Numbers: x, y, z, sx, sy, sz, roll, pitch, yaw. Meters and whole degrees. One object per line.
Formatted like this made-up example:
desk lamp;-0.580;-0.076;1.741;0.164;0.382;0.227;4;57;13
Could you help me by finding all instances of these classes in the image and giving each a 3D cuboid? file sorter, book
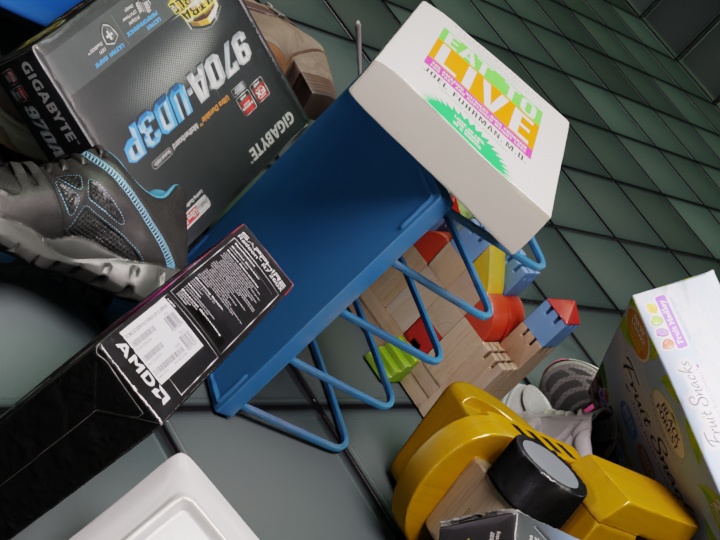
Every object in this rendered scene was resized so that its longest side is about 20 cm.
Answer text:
file sorter;0.000;0.000;0.949;0.122;0.200;0.139;30;26;-38
book;0.063;-0.095;0.911;0.133;0.048;0.200;43;21;-7

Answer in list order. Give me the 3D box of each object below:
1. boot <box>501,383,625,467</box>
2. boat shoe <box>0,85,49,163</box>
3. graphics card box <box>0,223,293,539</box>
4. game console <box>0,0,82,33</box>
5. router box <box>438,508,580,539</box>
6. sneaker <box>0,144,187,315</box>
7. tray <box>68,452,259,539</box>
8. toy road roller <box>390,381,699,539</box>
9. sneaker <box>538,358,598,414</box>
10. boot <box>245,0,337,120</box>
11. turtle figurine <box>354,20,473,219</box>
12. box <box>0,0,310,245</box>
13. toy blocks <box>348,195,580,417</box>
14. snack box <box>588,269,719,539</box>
boot;0.155;0.133;1.103;0.073;0.095;0.201;41;24;-21
boat shoe;-0.171;-0.106;1.006;0.199;0.065;0.072;10;40;-54
graphics card box;-0.119;0.054;0.746;0.051;0.125;0.200;52;23;-6
game console;-0.231;-0.216;1.083;0.198;0.119;0.172;24;55;2
router box;0.102;0.243;0.769;0.149;0.062;0.202;27;57;-33
sneaker;-0.179;-0.035;0.831;0.199;0.073;0.083;24;70;-46
tray;-0.057;0.187;0.682;0.107;0.022;0.200;-37;81;-30
toy road roller;0.108;0.156;0.969;0.199;0.123;0.146;26;18;-36
sneaker;0.196;0.150;1.177;0.087;0.074;0.201;21;36;-54
boot;-0.105;-0.198;1.287;0.199;0.070;0.147;20;27;-47
turtle figurine;0.054;-0.105;1.247;0.142;0.202;0.194;1;7;-4
box;-0.130;-0.114;0.969;0.160;0.046;0.200;61;39;-18
toy blocks;0.072;0.020;1.109;0.100;0.137;0.201;4;45;-57
snack box;0.231;0.118;1.034;0.200;0.067;0.170;94;-22;-66
